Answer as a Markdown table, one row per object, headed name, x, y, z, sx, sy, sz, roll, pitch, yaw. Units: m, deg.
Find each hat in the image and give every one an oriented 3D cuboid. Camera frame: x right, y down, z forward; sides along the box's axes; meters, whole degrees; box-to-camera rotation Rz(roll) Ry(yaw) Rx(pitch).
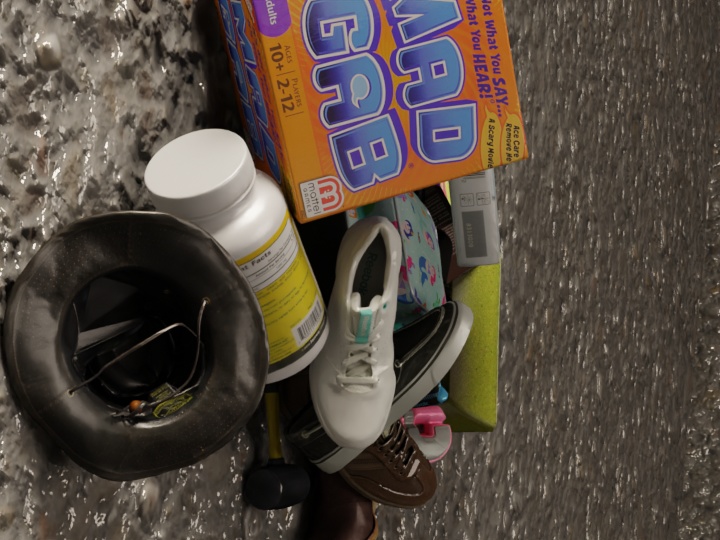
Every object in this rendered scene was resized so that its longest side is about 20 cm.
| name | x | y | z | sx | sy | sz | roll | pitch | yaw |
| --- | --- | --- | --- | --- | --- | --- | --- | --- | --- |
| hat | -0.166 | 0.047 | 1.219 | 0.081 | 0.200 | 0.201 | -149 | -129 | -67 |

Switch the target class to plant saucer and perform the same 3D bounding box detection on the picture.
| name | x | y | z | sx | sy | sz | roll | pitch | yaw |
| --- | --- | --- | --- | --- | --- | --- | --- | --- | --- |
| plant saucer | 0.106 | 0.082 | 1.903 | 0.200 | 0.048 | 0.200 | 156 | -63 | -76 |

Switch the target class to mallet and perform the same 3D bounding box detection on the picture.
| name | x | y | z | sx | sy | sz | roll | pitch | yaw |
| --- | --- | --- | --- | --- | --- | --- | --- | --- | --- |
| mallet | -0.084 | 0.119 | 1.526 | 0.066 | 0.041 | 0.200 | -14 | 98 | -66 |

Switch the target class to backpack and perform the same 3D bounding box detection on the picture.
| name | x | y | z | sx | sy | sz | roll | pitch | yaw |
| --- | --- | --- | --- | --- | --- | --- | --- | --- | --- |
| backpack | 0.000 | 0.000 | 1.589 | 0.200 | 0.150 | 0.178 | 58 | 22 | -66 |

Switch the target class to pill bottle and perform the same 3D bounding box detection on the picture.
| name | x | y | z | sx | sy | sz | roll | pitch | yaw |
| --- | --- | --- | --- | --- | --- | --- | --- | --- | --- |
| pill bottle | -0.103 | -0.011 | 1.366 | 0.113 | 0.112 | 0.200 | -69 | 150 | -43 |

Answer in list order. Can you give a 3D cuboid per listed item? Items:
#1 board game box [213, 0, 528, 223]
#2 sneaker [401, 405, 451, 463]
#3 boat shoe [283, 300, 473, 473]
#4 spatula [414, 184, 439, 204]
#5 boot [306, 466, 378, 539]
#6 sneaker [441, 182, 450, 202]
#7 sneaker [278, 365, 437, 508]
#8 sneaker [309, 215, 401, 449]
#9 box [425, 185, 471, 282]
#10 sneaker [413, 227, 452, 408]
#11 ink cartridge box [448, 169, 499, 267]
| name | x | y | z | sx | sy | sz | roll | pitch | yaw |
| --- | --- | --- | --- | --- | --- | --- | --- | --- | --- |
| board game box | 0.000 | -0.185 | 1.407 | 0.200 | 0.200 | 0.200 | -129 | -155 | -66 |
| sneaker | 0.030 | 0.119 | 1.781 | 0.079 | 0.095 | 0.200 | 3 | 64 | -30 |
| boat shoe | 0.015 | 0.095 | 1.496 | 0.064 | 0.200 | 0.071 | 41 | 9 | -22 |
| spatula | 0.065 | -0.088 | 1.610 | 0.200 | 0.021 | 0.057 | 112 | -6 | -69 |
| boot | -0.034 | 0.182 | 1.640 | 0.167 | 0.072 | 0.200 | 63 | 34 | -23 |
| sneaker | 0.104 | -0.131 | 1.938 | 0.078 | 0.090 | 0.200 | 4 | 85 | -67 |
| sneaker | 0.009 | 0.159 | 1.587 | 0.200 | 0.075 | 0.071 | 39 | 58 | -22 |
| sneaker | -0.001 | 0.052 | 1.426 | 0.088 | 0.075 | 0.200 | 160 | -65 | -85 |
| box | 0.052 | -0.071 | 1.771 | 0.100 | 0.075 | 0.200 | 59 | 0 | 34 |
| sneaker | 0.071 | 0.050 | 1.696 | 0.073 | 0.082 | 0.200 | 46 | 52 | -52 |
| ink cartridge box | 0.114 | -0.116 | 1.703 | 0.200 | 0.047 | 0.160 | -77 | 161 | -64 |
